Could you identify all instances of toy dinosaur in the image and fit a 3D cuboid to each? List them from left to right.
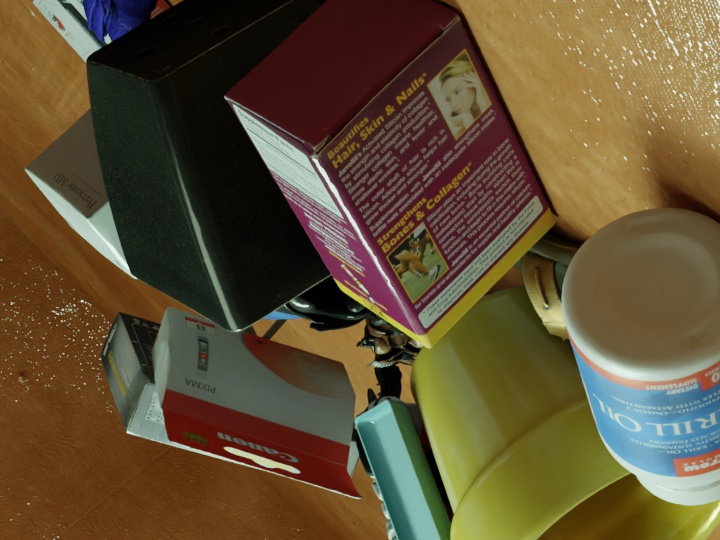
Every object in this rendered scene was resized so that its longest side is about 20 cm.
[{"bbox_3d":[0.052,0.061,1.682,0.102,0.136,0.200,-16,161,36],"label":"toy dinosaur"}]

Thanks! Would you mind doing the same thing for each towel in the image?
[{"bbox_3d":[-0.183,-0.250,1.441,0.200,0.049,0.148,144,115,-76],"label":"towel"}]

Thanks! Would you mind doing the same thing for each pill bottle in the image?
[{"bbox_3d":[0.189,0.061,1.189,0.112,0.112,0.200,38,165,33],"label":"pill bottle"}]

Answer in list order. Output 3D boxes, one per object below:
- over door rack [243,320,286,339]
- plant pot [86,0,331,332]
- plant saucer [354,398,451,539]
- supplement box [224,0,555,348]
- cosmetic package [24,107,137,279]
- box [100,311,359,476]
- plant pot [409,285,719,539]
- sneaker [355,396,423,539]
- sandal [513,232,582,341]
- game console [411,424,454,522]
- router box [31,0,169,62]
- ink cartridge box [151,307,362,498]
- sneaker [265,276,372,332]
[{"bbox_3d":[-0.065,-0.020,1.672,0.067,0.148,0.200,38,166,10],"label":"over door rack"},{"bbox_3d":[-0.085,-0.100,1.426,0.199,0.200,0.178,24,143,59],"label":"plant pot"},{"bbox_3d":[0.048,0.191,1.433,0.070,0.019,0.201,-37,72,62],"label":"plant saucer"},{"bbox_3d":[0.022,-0.069,1.282,0.103,0.131,0.200,34,161,43],"label":"supplement box"},{"bbox_3d":[-0.151,-0.102,1.573,0.113,0.200,0.081,32,161,45],"label":"cosmetic package"},{"bbox_3d":[-0.111,0.110,1.685,0.199,0.048,0.158,17,-165,-21],"label":"box"},{"bbox_3d":[0.133,0.121,1.404,0.189,0.200,0.201,56,174,34],"label":"plant pot"},{"bbox_3d":[0.074,0.190,1.526,0.075,0.115,0.201,-30,66,43],"label":"sneaker"},{"bbox_3d":[0.131,0.012,1.349,0.200,0.054,0.080,35,163,41],"label":"sandal"},{"bbox_3d":[0.119,0.149,1.537,0.177,0.200,0.031,38,127,-17],"label":"game console"},{"bbox_3d":[-0.218,-0.221,1.767,0.180,0.049,0.200,49,167,-9],"label":"router box"},{"bbox_3d":[-0.080,0.101,1.567,0.162,0.050,0.200,19,-169,-15],"label":"ink cartridge box"},{"bbox_3d":[0.000,0.001,1.507,0.111,0.199,0.077,4,97,53],"label":"sneaker"}]
